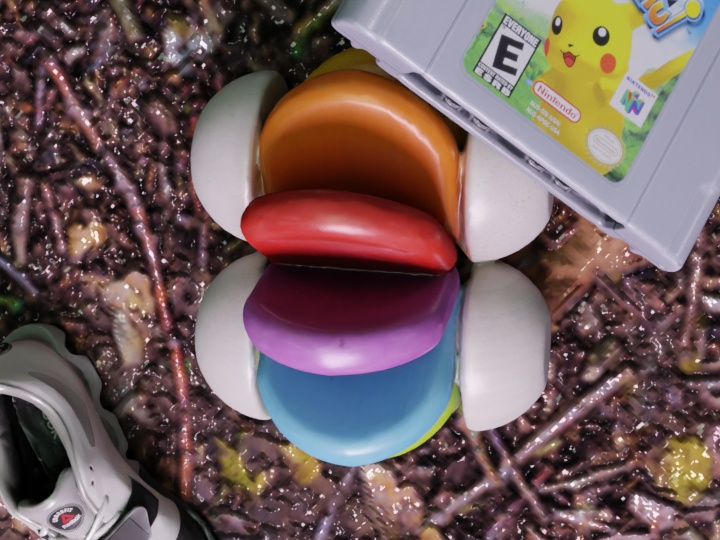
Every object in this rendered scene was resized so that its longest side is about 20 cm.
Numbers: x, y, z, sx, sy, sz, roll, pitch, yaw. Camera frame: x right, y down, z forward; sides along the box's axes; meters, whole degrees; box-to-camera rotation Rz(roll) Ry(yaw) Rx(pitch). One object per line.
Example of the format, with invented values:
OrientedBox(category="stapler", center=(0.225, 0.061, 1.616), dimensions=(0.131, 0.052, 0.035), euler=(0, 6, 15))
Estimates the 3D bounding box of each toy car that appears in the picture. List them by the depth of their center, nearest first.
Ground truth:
OrientedBox(category="toy car", center=(0.000, 0.000, 0.778), dimensions=(0.173, 0.150, 0.203), euler=(3, 104, 10))

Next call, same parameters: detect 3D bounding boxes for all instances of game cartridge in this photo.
OrientedBox(category="game cartridge", center=(0.098, -0.107, 0.739), dimensions=(0.199, 0.040, 0.134), euler=(33, 77, -20))

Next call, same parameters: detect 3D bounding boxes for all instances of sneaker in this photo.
OrientedBox(category="sneaker", center=(-0.143, 0.129, 0.875), dimensions=(0.074, 0.089, 0.201), euler=(-34, 96, 16))
